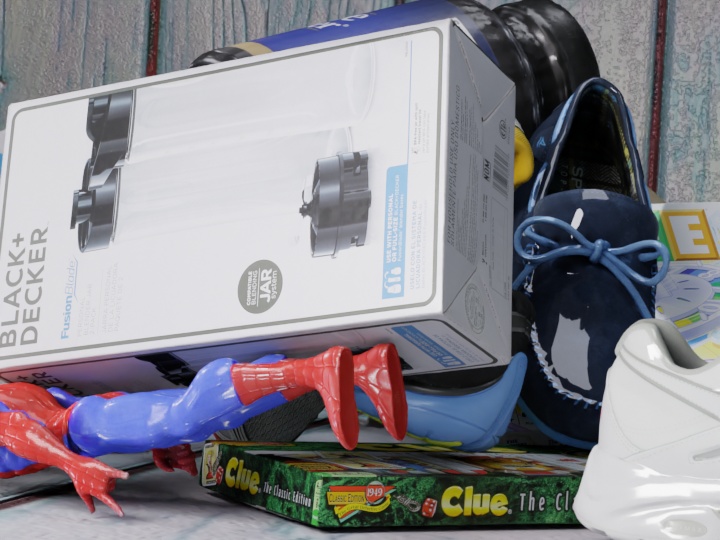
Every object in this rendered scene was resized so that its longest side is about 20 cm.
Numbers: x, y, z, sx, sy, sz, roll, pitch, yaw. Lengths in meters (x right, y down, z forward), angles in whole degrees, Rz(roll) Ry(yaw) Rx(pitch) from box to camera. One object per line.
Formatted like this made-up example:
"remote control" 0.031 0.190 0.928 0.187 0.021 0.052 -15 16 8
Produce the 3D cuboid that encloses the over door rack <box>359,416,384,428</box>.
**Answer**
"over door rack" -0.086 0.006 0.981 0.147 0.067 0.200 10 16 -44

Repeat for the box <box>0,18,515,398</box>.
"box" -0.044 -0.016 0.744 0.199 0.117 0.060 -7 -21 28

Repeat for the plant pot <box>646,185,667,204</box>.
"plant pot" 0.115 0.019 1.061 0.187 0.188 0.200 3 14 -36

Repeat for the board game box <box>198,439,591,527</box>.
"board game box" 0.048 0.083 0.774 0.199 0.024 0.105 3 -2 -29

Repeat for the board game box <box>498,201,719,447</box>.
"board game box" 0.126 0.029 0.917 0.199 0.135 0.034 -2 -41 -10

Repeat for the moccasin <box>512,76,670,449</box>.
"moccasin" 0.093 -0.012 0.866 0.080 0.068 0.201 8 42 -10

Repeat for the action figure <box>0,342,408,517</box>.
"action figure" -0.085 0.057 0.707 0.199 0.052 0.065 -5 3 26

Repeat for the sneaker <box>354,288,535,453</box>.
"sneaker" -0.011 0.005 0.797 0.199 0.083 0.071 25 -5 34

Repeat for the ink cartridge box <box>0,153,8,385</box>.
"ink cartridge box" -0.203 0.010 0.767 0.068 0.116 0.200 -27 -19 30

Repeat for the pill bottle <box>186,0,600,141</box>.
"pill bottle" 0.018 -0.074 0.975 0.199 0.112 0.112 -18 11 -30

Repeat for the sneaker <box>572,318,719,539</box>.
"sneaker" 0.166 0.052 0.652 0.199 0.100 0.078 4 1 26

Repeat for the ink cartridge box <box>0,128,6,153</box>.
"ink cartridge box" -0.122 -0.023 1.121 0.199 0.163 0.057 -14 3 44

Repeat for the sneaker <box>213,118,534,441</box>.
"sneaker" 0.000 0.000 0.868 0.078 0.200 0.082 35 -1 -39
